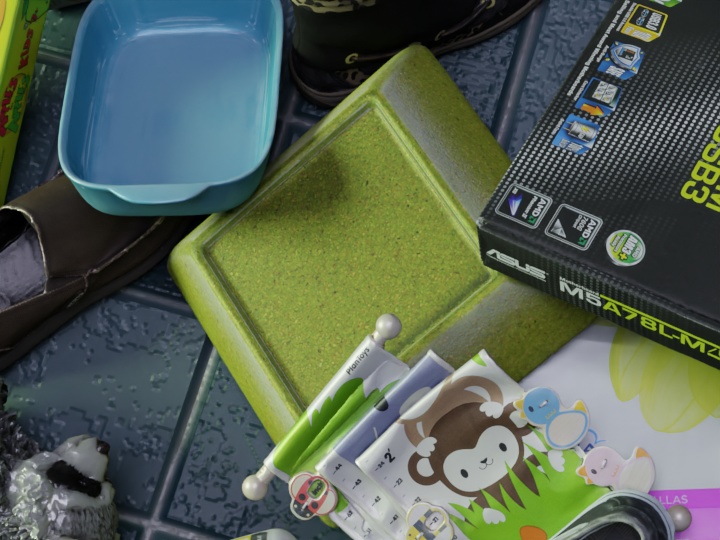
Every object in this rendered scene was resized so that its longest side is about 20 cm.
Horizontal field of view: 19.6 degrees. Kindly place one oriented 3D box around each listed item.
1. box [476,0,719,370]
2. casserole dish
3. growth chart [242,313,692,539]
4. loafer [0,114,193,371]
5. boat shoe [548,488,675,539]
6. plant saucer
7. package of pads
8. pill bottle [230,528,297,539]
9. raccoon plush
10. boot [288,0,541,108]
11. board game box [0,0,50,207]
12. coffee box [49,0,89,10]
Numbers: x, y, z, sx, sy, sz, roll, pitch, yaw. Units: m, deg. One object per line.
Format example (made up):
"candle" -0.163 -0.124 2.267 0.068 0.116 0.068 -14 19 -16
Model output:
"box" 0.188 -0.051 1.057 0.192 0.048 0.200 24 64 22
"casserole dish" -0.103 -0.096 1.173 0.120 0.039 0.201 -2 46 3
"growth chart" 0.056 0.114 1.070 0.200 0.018 0.145 35 103 5
"loafer" -0.167 -0.016 1.181 0.073 0.071 0.200 43 80 16
"boat shoe" 0.073 0.183 1.025 0.072 0.071 0.200 41 99 17
"plant saucer" 0.000 0.000 1.129 0.200 0.048 0.200 -40 63 11
"package of pads" 0.168 0.083 1.115 0.199 0.068 0.155 -3 73 6
"pill bottle" -0.117 0.211 1.087 0.199 0.112 0.113 -15 72 2
"raccoon plush" -0.221 0.146 1.153 0.200 0.097 0.134 -41 86 24
"boot" 0.039 -0.180 1.166 0.199 0.151 0.073 -30 72 -3
"board game box" -0.240 -0.121 1.187 0.101 0.048 0.201 19 106 12
"coffee box" -0.112 -0.237 1.237 0.199 0.080 0.115 -11 73 3
